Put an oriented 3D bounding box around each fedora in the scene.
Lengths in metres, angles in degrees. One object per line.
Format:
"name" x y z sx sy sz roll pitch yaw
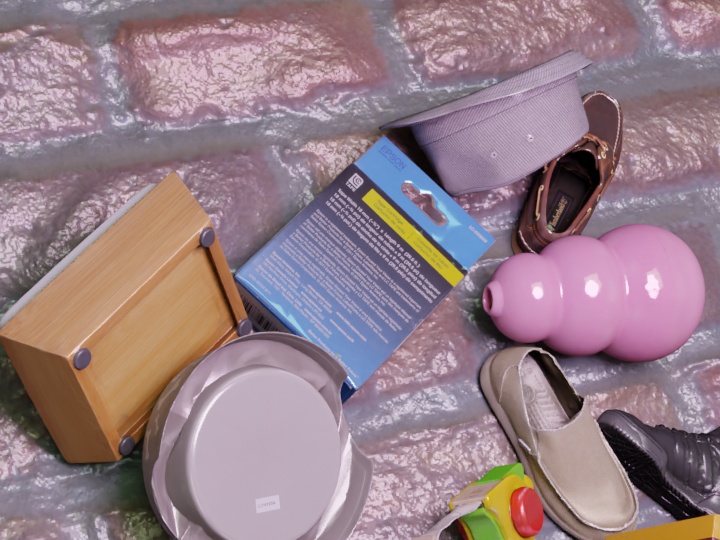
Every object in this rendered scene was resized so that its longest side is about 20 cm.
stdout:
"fedora" 0.125 -0.124 1.444 0.199 0.177 0.091 -22 94 5

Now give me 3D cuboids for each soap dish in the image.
"soap dish" -0.181 0.044 1.283 0.081 0.158 0.200 23 56 34

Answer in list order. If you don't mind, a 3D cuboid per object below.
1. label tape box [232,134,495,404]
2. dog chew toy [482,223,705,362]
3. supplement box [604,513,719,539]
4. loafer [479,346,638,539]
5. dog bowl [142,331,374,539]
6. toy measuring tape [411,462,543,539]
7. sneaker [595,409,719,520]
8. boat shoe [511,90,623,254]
"label tape box" 0.000 0.000 1.407 0.144 0.063 0.200 44 63 4
"dog chew toy" 0.204 0.022 1.424 0.199 0.125 0.125 -2 69 -20
"supplement box" 0.299 0.330 1.296 0.197 0.133 0.201 25 62 -26
"loafer" 0.176 0.150 1.396 0.075 0.068 0.200 -31 79 -23
"dog bowl" -0.085 0.150 1.286 0.199 0.059 0.201 1 87 -33
"toy measuring tape" 0.101 0.217 1.319 0.074 0.074 0.200 51 30 7
"sneaker" 0.307 0.169 1.438 0.200 0.060 0.104 41 62 -2
"boat shoe" 0.205 -0.094 1.506 0.070 0.070 0.201 25 62 -2
